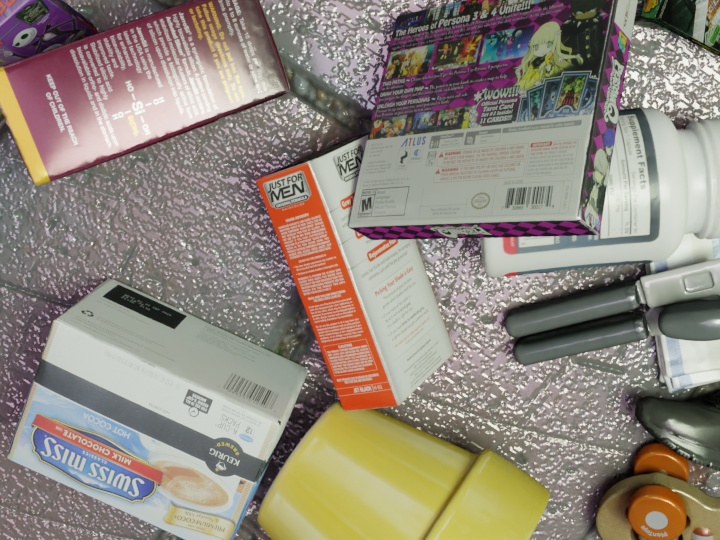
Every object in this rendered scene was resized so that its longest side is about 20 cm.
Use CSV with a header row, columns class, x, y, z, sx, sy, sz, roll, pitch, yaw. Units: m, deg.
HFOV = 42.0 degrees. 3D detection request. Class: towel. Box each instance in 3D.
class,x,y,z,sx,sy,sz,roll,pitch,yaw
towel,0.339,0.013,0.781,0.197,0.024,0.149,-12,101,7

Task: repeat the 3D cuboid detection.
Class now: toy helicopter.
class,x,y,z,sx,sy,sz,roll,pitch,yaw
toy helicopter,0.295,0.252,0.810,0.198,0.079,0.133,29,121,6

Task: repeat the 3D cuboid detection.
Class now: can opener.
class,x,y,z,sx,sy,sz,roll,pitch,yaw
can opener,0.213,0.037,0.762,0.198,0.066,0.053,-14,101,25

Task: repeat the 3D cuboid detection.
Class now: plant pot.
class,x,y,z,sx,sy,sz,roll,pitch,yaw
plant pot,0.026,0.211,0.778,0.188,0.200,0.202,34,104,13

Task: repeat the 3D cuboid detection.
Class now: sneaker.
class,x,y,z,sx,sy,sz,roll,pitch,yaw
sneaker,0.328,0.126,0.791,0.197,0.076,0.092,13,97,-7

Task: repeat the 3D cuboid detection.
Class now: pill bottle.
class,x,y,z,sx,sy,sz,roll,pitch,yaw
pill bottle,0.190,-0.062,0.728,0.197,0.120,0.121,-5,103,6

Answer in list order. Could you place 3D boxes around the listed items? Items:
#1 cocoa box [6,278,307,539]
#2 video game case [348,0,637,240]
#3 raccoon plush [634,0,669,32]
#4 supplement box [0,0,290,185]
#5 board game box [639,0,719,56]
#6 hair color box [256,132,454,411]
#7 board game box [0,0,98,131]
class,x,y,z,sx,sy,sz,roll,pitch,yaw
cocoa box,-0.166,0.119,0.793,0.198,0.133,0.132,24,105,0
video game case,0.090,-0.113,0.674,0.198,0.036,0.184,-1,72,42
raccoon plush,0.170,-0.266,0.722,0.198,0.096,0.136,7,90,-28
supplement box,-0.166,-0.140,0.714,0.198,0.110,0.087,-23,102,-12
board game box,0.285,-0.266,0.693,0.104,0.023,0.202,16,99,-26
hair color box,0.000,0.000,0.762,0.061,0.101,0.202,-12,103,37
board game box,-0.305,-0.142,0.739,0.199,0.120,0.032,-40,78,5
